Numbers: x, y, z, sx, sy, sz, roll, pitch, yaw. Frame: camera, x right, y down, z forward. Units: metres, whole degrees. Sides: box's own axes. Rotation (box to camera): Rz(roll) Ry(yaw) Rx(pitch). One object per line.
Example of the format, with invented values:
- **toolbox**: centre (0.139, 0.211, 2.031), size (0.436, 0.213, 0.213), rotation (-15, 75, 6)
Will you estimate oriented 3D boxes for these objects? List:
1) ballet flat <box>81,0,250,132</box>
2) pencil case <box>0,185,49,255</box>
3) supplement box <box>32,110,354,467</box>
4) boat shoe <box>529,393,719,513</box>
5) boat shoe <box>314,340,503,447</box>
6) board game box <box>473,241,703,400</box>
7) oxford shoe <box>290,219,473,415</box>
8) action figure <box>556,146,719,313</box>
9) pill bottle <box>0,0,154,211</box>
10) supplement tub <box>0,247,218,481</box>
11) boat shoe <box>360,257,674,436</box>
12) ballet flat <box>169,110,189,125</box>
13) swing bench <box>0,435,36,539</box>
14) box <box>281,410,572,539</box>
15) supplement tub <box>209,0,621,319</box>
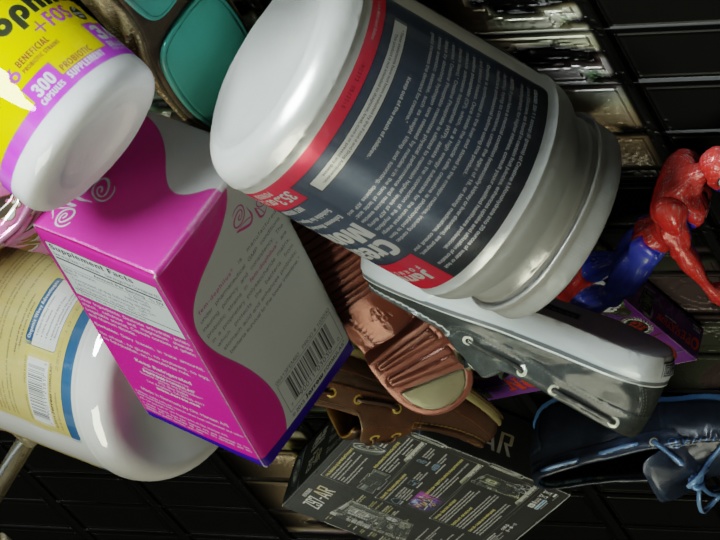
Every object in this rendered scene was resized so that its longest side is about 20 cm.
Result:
- **ballet flat**: centre (-0.120, -0.152, 1.603), size (0.065, 0.071, 0.200), rotation (28, 161, 40)
- **pencil case**: centre (-0.201, -0.049, 1.708), size (0.086, 0.083, 0.200), rotation (-6, 179, 13)
- **supplement box**: centre (-0.096, 0.010, 1.680), size (0.103, 0.101, 0.200), rotation (22, 153, 32)
- **boat shoe**: centre (0.211, 0.129, 1.907), size (0.199, 0.069, 0.084), rotation (-4, 146, 33)
- **boat shoe**: centre (0.004, 0.081, 1.848), size (0.200, 0.068, 0.072), rotation (24, 174, -32)
- **board game box**: centre (0.109, 0.035, 1.839), size (0.200, 0.032, 0.120), rotation (-15, 143, 43)
- **oxford shoe**: centre (0.000, 0.000, 1.776), size (0.071, 0.074, 0.200), rotation (-28, 110, 11)
- **action figure**: centre (0.191, -0.003, 1.669), size (0.099, 0.065, 0.200), rotation (25, 141, -6)
- **pill bottle**: centre (-0.218, -0.131, 1.576), size (0.200, 0.104, 0.104), rotation (40, 154, 12)
- **supplement tub**: centre (-0.183, 0.047, 1.848), size (0.200, 0.145, 0.145), rotation (16, 158, 42)
- **boat shoe**: centre (0.086, 0.039, 1.668), size (0.199, 0.057, 0.069), rotation (22, -163, 16)
- **ballet flat**: centre (-0.021, -0.054, 1.696), size (0.199, 0.070, 0.070), rotation (18, 152, 4)
- **swing bench**: centre (-0.335, 0.117, 2.029), size (0.129, 0.201, 0.199), rotation (-4, 146, 32)
- **box**: centre (0.049, 0.150, 2.053), size (0.160, 0.044, 0.200), rotation (22, 151, -10)
- **supplement tub**: centre (0.030, -0.070, 1.572), size (0.200, 0.141, 0.140), rotation (28, 149, -21)
